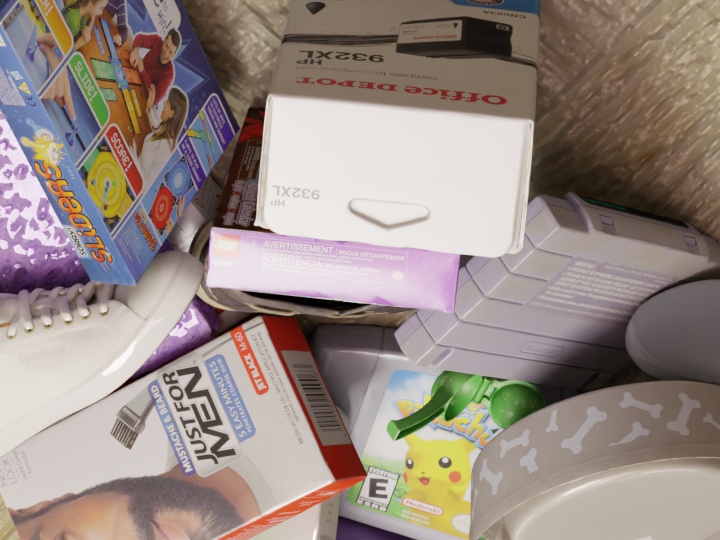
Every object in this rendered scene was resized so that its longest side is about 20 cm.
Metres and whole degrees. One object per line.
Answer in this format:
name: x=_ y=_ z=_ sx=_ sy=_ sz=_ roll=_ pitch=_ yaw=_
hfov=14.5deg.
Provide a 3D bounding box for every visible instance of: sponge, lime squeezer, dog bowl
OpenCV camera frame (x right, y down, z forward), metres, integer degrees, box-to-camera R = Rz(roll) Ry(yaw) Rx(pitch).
sponge: x=-0.181 y=-0.020 z=1.664 sx=0.112 sy=0.030 sz=0.200 roll=-25 pitch=114 yaw=17
lime squeezer: x=0.088 y=0.086 z=1.708 sx=0.200 sy=0.071 sz=0.038 roll=11 pitch=103 yaw=-35
dog bowl: x=0.156 y=0.129 z=1.674 sx=0.200 sy=0.059 sz=0.200 roll=-8 pitch=153 yaw=-4

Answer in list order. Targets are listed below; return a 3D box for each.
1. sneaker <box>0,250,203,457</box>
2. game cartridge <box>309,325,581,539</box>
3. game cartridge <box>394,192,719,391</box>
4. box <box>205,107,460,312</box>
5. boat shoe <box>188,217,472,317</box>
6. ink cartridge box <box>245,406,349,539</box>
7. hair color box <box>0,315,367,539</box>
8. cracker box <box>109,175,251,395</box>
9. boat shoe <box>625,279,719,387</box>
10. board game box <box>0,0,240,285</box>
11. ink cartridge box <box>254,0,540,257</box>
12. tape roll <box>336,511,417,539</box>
sneaker: x=-0.183 y=0.037 z=1.636 sx=0.200 sy=0.073 sz=0.085 roll=-34 pitch=113 yaw=22
game cartridge: x=0.051 y=0.108 z=1.775 sx=0.200 sy=0.040 sz=0.133 roll=17 pitch=114 yaw=-4
game cartridge: x=0.122 y=0.013 z=1.652 sx=0.130 sy=0.038 sz=0.200 roll=-48 pitch=149 yaw=21
box: x=-0.008 y=-0.038 z=1.608 sx=0.137 sy=0.200 sz=0.039 roll=6 pitch=113 yaw=1
boat shoe: x=0.000 y=0.000 z=1.668 sx=0.200 sy=0.073 sz=0.075 roll=-7 pitch=107 yaw=-18
ink cartridge box: x=-0.097 y=0.177 z=1.736 sx=0.161 sy=0.050 sz=0.200 roll=3 pitch=79 yaw=20
hair color box: x=-0.111 y=0.119 z=1.693 sx=0.200 sy=0.064 sz=0.111 roll=-29 pitch=79 yaw=17
cracker box: x=-0.161 y=-0.033 z=1.704 sx=0.134 sy=0.058 sz=0.200 roll=-32 pitch=112 yaw=19
boat shoe: x=0.253 y=0.050 z=1.704 sx=0.202 sy=0.075 sz=0.086 roll=-5 pitch=152 yaw=-11
board game box: x=-0.143 y=-0.109 z=1.571 sx=0.034 sy=0.135 sz=0.200 roll=5 pitch=137 yaw=31
ink cartridge box: x=0.025 y=-0.093 z=1.575 sx=0.145 sy=0.200 sz=0.084 roll=6 pitch=116 yaw=2
tape roll: x=-0.035 y=0.248 z=1.828 sx=0.200 sy=0.085 sz=0.200 roll=2 pitch=118 yaw=3
